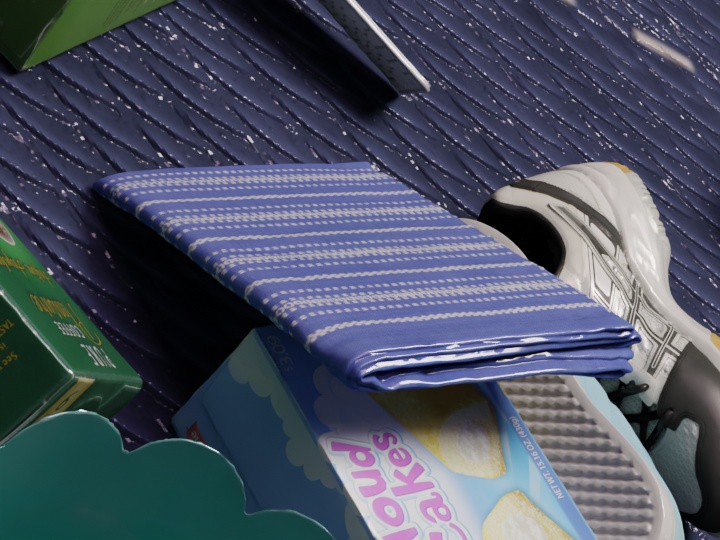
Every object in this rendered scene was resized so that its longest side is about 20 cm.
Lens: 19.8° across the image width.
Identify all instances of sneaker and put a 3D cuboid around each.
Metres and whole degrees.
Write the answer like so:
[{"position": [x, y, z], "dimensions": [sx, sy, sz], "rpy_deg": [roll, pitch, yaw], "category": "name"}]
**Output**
[{"position": [0.114, 0.041, 0.954], "dimensions": [0.087, 0.076, 0.201], "rpy_deg": [-7, 54, -28], "category": "sneaker"}, {"position": [0.075, 0.067, 0.897], "dimensions": [0.201, 0.074, 0.082], "rpy_deg": [63, 4, 36], "category": "sneaker"}]

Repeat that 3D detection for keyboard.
[{"position": [-0.038, -0.160, 0.992], "dimensions": [0.200, 0.011, 0.056], "rpy_deg": [47, -1, -11], "category": "keyboard"}]

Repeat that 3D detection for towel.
[{"position": [0.000, 0.000, 0.825], "dimensions": [0.144, 0.024, 0.200], "rpy_deg": [-3, 24, -35], "category": "towel"}]

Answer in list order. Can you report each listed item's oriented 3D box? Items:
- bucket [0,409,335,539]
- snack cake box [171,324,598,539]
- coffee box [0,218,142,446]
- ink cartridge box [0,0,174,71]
[{"position": [-0.085, 0.160, 0.579], "dimensions": [0.206, 0.135, 0.208], "rpy_deg": [26, 39, -23], "category": "bucket"}, {"position": [0.028, 0.113, 0.789], "dimensions": [0.115, 0.067, 0.201], "rpy_deg": [-8, 60, -48], "category": "snack cake box"}, {"position": [-0.163, -0.022, 0.713], "dimensions": [0.200, 0.044, 0.123], "rpy_deg": [48, 0, 5], "category": "coffee box"}, {"position": [-0.117, -0.172, 0.939], "dimensions": [0.104, 0.059, 0.200], "rpy_deg": [46, 36, 5], "category": "ink cartridge box"}]
